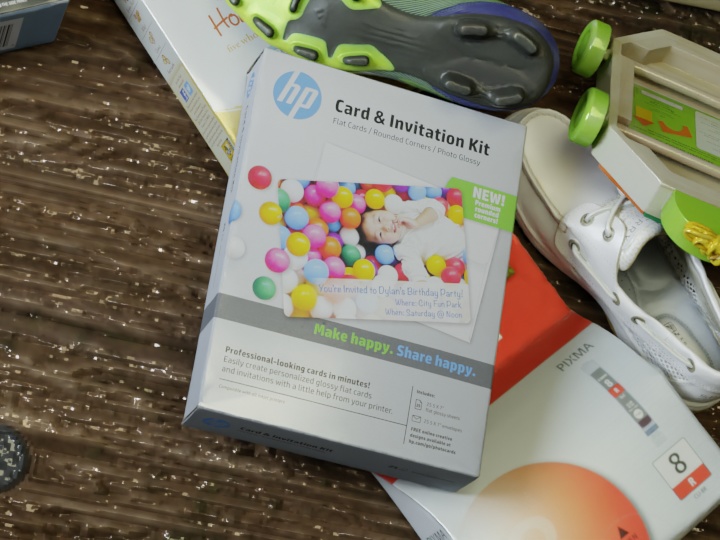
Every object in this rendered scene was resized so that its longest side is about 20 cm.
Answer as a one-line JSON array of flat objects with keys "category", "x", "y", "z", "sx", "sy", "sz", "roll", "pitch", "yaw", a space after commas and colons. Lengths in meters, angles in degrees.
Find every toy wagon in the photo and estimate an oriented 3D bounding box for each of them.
[{"category": "toy wagon", "x": 0.189, "y": -0.062, "z": 1.274, "sx": 0.154, "sy": 0.040, "sz": 0.201, "roll": 22, "pitch": 38, "yaw": -9}]

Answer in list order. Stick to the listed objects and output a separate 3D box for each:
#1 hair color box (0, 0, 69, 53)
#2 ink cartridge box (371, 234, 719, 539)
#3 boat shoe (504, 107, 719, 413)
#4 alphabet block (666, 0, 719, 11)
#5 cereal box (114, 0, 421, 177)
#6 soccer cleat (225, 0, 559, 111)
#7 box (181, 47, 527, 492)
[{"category": "hair color box", "x": -0.235, "y": -0.214, "z": 1.229, "sx": 0.098, "sy": 0.061, "sz": 0.202, "roll": -15, "pitch": 77, "yaw": -21}, {"category": "ink cartridge box", "x": 0.089, "y": 0.084, "z": 1.238, "sx": 0.162, "sy": 0.050, "sz": 0.201, "roll": -36, "pitch": 89, "yaw": -24}, {"category": "boat shoe", "x": 0.151, "y": -0.016, "z": 1.278, "sx": 0.071, "sy": 0.069, "sz": 0.201, "roll": -36, "pitch": 85, "yaw": -22}, {"category": "alphabet block", "x": 0.273, "y": -0.267, "z": 1.332, "sx": 0.198, "sy": 0.195, "sz": 0.198, "roll": 9, "pitch": 68, "yaw": -15}, {"category": "cereal box", "x": -0.061, "y": -0.162, "z": 1.276, "sx": 0.143, "sy": 0.040, "sz": 0.201, "roll": -31, "pitch": 84, "yaw": -25}, {"category": "soccer cleat", "x": 0.012, "y": -0.136, "z": 1.243, "sx": 0.198, "sy": 0.084, "sz": 0.065, "roll": 20, "pitch": 102, "yaw": 3}, {"category": "box", "x": 0.000, "y": 0.000, "z": 1.201, "sx": 0.155, "sy": 0.041, "sz": 0.202, "roll": 16, "pitch": 68, "yaw": -14}]
